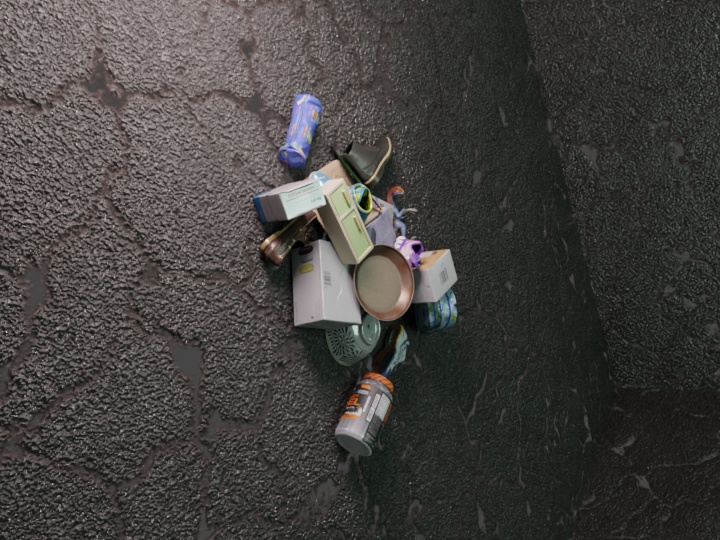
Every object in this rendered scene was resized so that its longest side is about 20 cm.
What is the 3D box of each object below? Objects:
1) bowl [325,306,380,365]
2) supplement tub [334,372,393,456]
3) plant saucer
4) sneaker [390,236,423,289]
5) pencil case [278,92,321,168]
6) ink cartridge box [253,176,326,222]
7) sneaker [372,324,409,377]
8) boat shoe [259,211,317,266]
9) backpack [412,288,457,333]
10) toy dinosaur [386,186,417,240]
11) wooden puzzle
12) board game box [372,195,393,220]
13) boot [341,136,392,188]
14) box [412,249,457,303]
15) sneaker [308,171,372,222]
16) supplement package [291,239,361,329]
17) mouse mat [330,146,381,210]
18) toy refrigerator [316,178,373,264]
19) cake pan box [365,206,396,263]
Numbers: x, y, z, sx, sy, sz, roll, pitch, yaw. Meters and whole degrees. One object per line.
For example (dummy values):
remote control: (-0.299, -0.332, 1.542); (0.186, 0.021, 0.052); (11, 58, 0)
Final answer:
bowl: (-0.004, 0.166, 1.709); (0.198, 0.092, 0.209); (9, 78, -50)
supplement tub: (0.016, 0.397, 1.680); (0.124, 0.120, 0.203); (54, 46, -32)
plant saucer: (0.058, 0.034, 1.626); (0.195, 0.036, 0.208); (6, 78, -30)
sneaker: (0.126, -0.016, 1.725); (0.081, 0.086, 0.204); (61, 42, -41)
pencil case: (-0.158, -0.373, 1.594); (0.087, 0.075, 0.206); (72, 28, -63)
ink cartridge box: (-0.163, -0.168, 1.445); (0.114, 0.198, 0.069); (-25, 105, -29)
sneaker: (0.103, 0.266, 1.849); (0.089, 0.074, 0.202); (56, 46, -30)
boat shoe: (-0.169, -0.082, 1.533); (0.070, 0.071, 0.200); (39, 54, 8)
backpack: (0.238, 0.122, 1.946); (0.150, 0.198, 0.170); (0, 86, -31)
toy dinosaur: (0.111, -0.170, 1.916); (0.197, 0.104, 0.186); (-22, 82, -38)
wooden puzzle: (-0.068, -0.186, 1.660); (0.202, 0.046, 0.184); (51, 53, 1)
board game box: (0.018, -0.146, 1.805); (0.197, 0.063, 0.153); (18, 72, -48)
boot: (0.022, -0.372, 1.840); (0.138, 0.076, 0.204); (41, 46, -27)
box: (0.176, 0.020, 1.876); (0.152, 0.195, 0.109); (-38, 115, -46)
sneaker: (-0.043, -0.207, 1.575); (0.200, 0.131, 0.080); (44, 54, -2)
supplement package: (-0.090, 0.042, 1.585); (0.154, 0.109, 0.207); (12, 69, -50)
mouse mat: (-0.014, -0.265, 1.717); (0.161, 0.007, 0.202); (45, 11, -41)
toy refrigerator: (-0.042, -0.122, 1.524); (0.076, 0.069, 0.204); (-43, 120, -34)
cake pan box: (0.051, -0.052, 1.729); (0.185, 0.051, 0.205); (-49, 129, -48)
